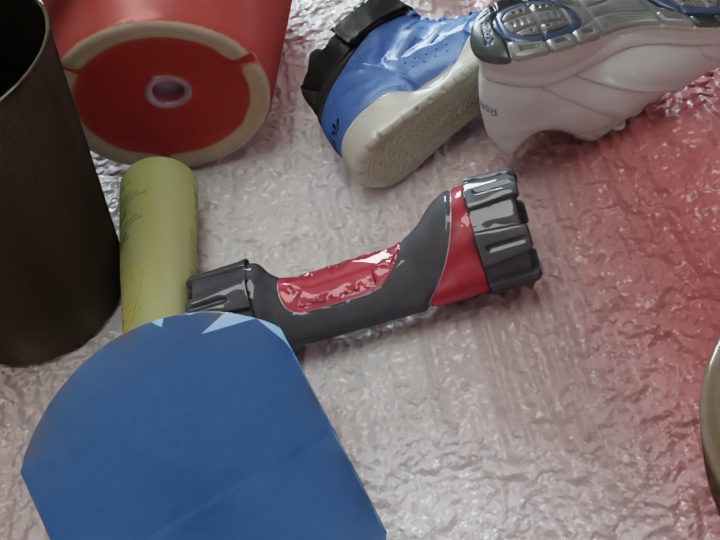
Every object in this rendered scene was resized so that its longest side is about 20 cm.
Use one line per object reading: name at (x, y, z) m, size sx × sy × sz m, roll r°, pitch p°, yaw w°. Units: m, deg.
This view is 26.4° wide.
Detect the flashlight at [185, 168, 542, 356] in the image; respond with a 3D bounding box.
flashlight at (0.000, 0.000, 0.865) m, size 0.197 × 0.068 × 0.068 m, roll -15°, pitch 47°, yaw 8°

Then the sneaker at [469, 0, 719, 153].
sneaker at (0.154, -0.127, 0.917) m, size 0.197 × 0.088 × 0.075 m, roll -12°, pitch 42°, yaw -15°

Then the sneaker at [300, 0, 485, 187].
sneaker at (0.054, -0.147, 0.966) m, size 0.199 × 0.077 × 0.112 m, roll -35°, pitch 56°, yaw -2°

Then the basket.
basket at (-0.226, -0.047, 0.898) m, size 0.178 × 0.201 × 0.137 m, roll -12°, pitch 49°, yaw 9°

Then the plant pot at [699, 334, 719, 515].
plant pot at (0.241, 0.029, 0.672) m, size 0.197 × 0.176 × 0.202 m, roll -11°, pitch 46°, yaw 11°

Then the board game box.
board game box at (-0.076, 0.123, 0.787) m, size 0.157 × 0.039 × 0.202 m, roll -31°, pitch 73°, yaw 4°

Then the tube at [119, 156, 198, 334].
tube at (-0.120, 0.015, 0.903) m, size 0.051 × 0.058 × 0.202 m, roll -18°, pitch 45°, yaw 11°

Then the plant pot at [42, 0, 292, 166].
plant pot at (-0.129, -0.179, 1.002) m, size 0.198 × 0.201 × 0.179 m, roll -12°, pitch 55°, yaw 10°
